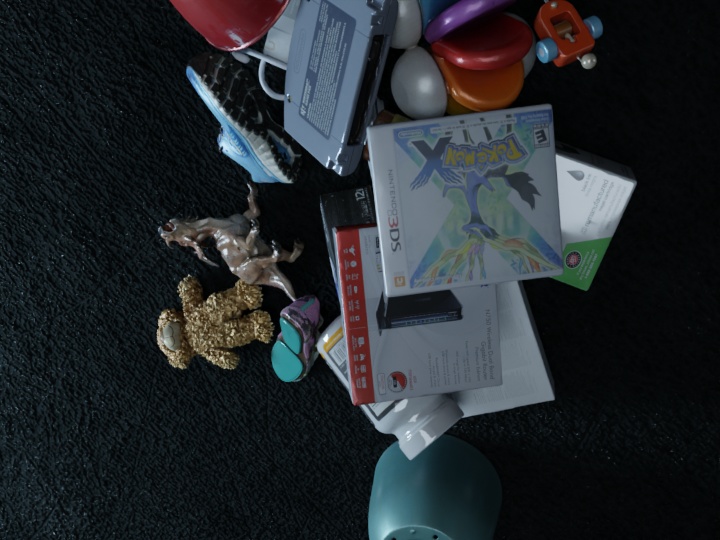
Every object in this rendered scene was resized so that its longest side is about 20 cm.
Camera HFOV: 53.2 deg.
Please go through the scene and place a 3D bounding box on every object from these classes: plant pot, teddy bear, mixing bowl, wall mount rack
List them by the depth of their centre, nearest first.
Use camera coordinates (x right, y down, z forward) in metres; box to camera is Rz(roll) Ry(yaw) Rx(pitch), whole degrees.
[{"bbox_3d":[-0.162,-0.360,0.797,0.198,0.108,0.203,-7,79,39],"label":"mixing bowl"},{"bbox_3d":[-0.058,-0.287,0.872,0.172,0.075,0.202,23,116,3],"label":"wall mount rack"},{"bbox_3d":[0.099,0.365,1.036,0.198,0.161,0.203,5,112,13],"label":"plant pot"},{"bbox_3d":[-0.220,0.080,1.059,0.197,0.067,0.147,-1,108,14],"label":"teddy bear"}]

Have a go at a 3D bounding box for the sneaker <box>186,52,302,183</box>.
[{"bbox_3d":[-0.161,-0.181,0.916,0.089,0.079,0.201,-11,131,32],"label":"sneaker"}]

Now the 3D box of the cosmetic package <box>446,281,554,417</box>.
[{"bbox_3d":[0.163,0.093,0.974,0.149,0.052,0.202,-16,106,18],"label":"cosmetic package"}]

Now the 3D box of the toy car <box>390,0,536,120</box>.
[{"bbox_3d":[0.113,-0.262,0.767,0.174,0.150,0.202,-27,108,-14],"label":"toy car"}]

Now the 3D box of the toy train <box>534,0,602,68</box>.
[{"bbox_3d":[0.244,-0.292,0.756,0.199,0.056,0.151,-31,79,-11],"label":"toy train"}]

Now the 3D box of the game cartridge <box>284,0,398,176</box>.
[{"bbox_3d":[-0.030,-0.224,0.791,0.133,0.041,0.202,48,135,38],"label":"game cartridge"}]

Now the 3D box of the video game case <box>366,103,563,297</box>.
[{"bbox_3d":[0.114,-0.074,0.773,0.197,0.022,0.185,-7,99,-2],"label":"video game case"}]

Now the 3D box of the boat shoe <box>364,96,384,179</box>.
[{"bbox_3d":[0.044,-0.131,0.917,0.066,0.074,0.202,-11,118,2],"label":"boat shoe"}]

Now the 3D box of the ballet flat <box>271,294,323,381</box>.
[{"bbox_3d":[-0.082,0.096,1.016,0.069,0.071,0.201,43,152,16],"label":"ballet flat"}]

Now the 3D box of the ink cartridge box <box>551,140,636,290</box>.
[{"bbox_3d":[0.208,-0.084,0.875,0.198,0.084,0.148,20,114,7],"label":"ink cartridge box"}]

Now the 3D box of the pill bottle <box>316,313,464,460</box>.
[{"bbox_3d":[0.041,0.142,0.960,0.116,0.116,0.201,-45,75,25],"label":"pill bottle"}]

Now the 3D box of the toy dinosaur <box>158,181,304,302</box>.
[{"bbox_3d":[-0.167,-0.025,0.998,0.135,0.086,0.200,-36,103,24],"label":"toy dinosaur"}]

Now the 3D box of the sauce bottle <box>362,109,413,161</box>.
[{"bbox_3d":[0.101,-0.114,0.811,0.198,0.066,0.067,25,115,5],"label":"sauce bottle"}]

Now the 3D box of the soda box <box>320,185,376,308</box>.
[{"bbox_3d":[0.000,0.000,0.911,0.070,0.063,0.202,-11,72,-4],"label":"soda box"}]

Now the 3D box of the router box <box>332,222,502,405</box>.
[{"bbox_3d":[0.066,0.041,0.827,0.177,0.049,0.203,-7,99,-5],"label":"router box"}]
